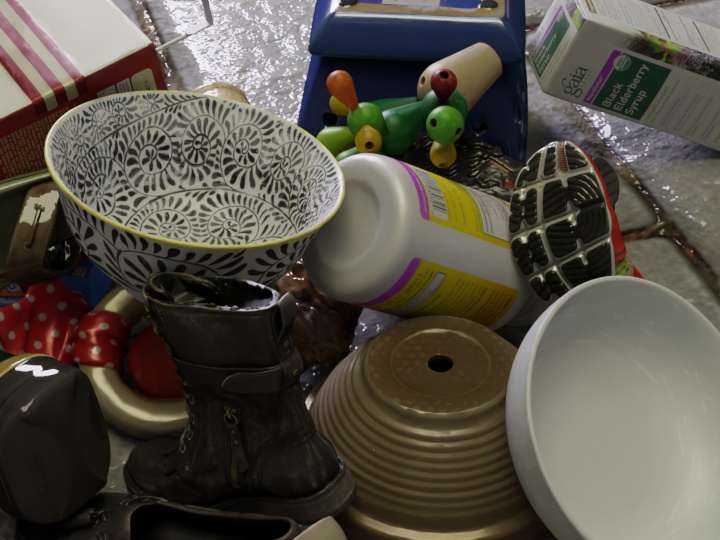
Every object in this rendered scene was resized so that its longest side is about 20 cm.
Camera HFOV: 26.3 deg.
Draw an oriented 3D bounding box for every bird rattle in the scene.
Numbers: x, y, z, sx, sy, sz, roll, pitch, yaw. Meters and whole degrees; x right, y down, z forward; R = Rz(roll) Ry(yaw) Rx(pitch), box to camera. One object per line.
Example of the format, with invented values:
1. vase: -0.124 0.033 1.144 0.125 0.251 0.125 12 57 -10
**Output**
1. bird rattle: -0.152 0.047 1.108 0.200 0.113 0.163 -26 62 -24

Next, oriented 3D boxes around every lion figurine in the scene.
1. lion figurine: 0.000 0.000 1.177 0.200 0.073 0.122 -28 46 -32

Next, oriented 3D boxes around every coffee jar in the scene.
1. coffee jar: -0.256 0.094 1.012 0.200 0.105 0.085 14 38 36

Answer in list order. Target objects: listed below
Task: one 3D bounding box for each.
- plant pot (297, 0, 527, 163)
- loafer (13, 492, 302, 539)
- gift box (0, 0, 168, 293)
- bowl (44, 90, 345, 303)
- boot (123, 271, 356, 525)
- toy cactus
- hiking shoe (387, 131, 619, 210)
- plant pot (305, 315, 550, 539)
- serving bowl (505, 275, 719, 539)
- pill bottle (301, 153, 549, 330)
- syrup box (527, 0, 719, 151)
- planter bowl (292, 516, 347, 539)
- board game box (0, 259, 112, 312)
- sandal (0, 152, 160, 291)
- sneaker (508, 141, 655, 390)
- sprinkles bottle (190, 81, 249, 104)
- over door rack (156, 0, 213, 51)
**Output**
1. plant pot: 0.048 -0.172 1.306 0.199 0.180 0.200 4 39 3
2. loafer: -0.126 0.168 0.981 0.199 0.063 0.072 7 39 9
3. gift box: -0.235 -0.123 1.180 0.200 0.185 0.187 -27 48 -22
4. bowl: -0.116 -0.034 1.040 0.200 0.094 0.201 10 33 -6
5. boot: -0.097 0.074 0.985 0.199 0.175 0.069 -2 33 34
6. toy cactus: 0.033 -0.122 1.155 0.165 0.200 0.102 -38 96 -24
7. hiking shoe: 0.103 -0.048 1.220 0.199 0.101 0.076 11 54 17
8. plant pot: 0.054 0.096 1.046 0.200 0.093 0.201 0 39 0
9. serving bowl: 0.169 0.107 1.000 0.200 0.066 0.201 12 65 -29
10. pill bottle: 0.058 -0.012 1.111 0.200 0.104 0.104 17 21 -45
11. syrup box: 0.252 -0.176 1.331 0.199 0.079 0.082 15 36 -20
12. planter bowl: -0.045 0.247 0.806 0.135 0.200 0.200 47 54 10
13. board game box: -0.258 -0.049 1.263 0.152 0.045 0.200 7 39 9
14. sandal: -0.218 -0.030 1.076 0.201 0.080 0.057 -30 41 -20
15. sneaker: 0.165 0.002 1.103 0.077 0.201 0.085 -13 10 29
16. sprinkles bottle: -0.099 -0.080 1.281 0.068 0.068 0.200 -12 41 -14
17. over door rack: -0.243 -0.206 1.425 0.200 0.067 0.148 -39 49 -11
